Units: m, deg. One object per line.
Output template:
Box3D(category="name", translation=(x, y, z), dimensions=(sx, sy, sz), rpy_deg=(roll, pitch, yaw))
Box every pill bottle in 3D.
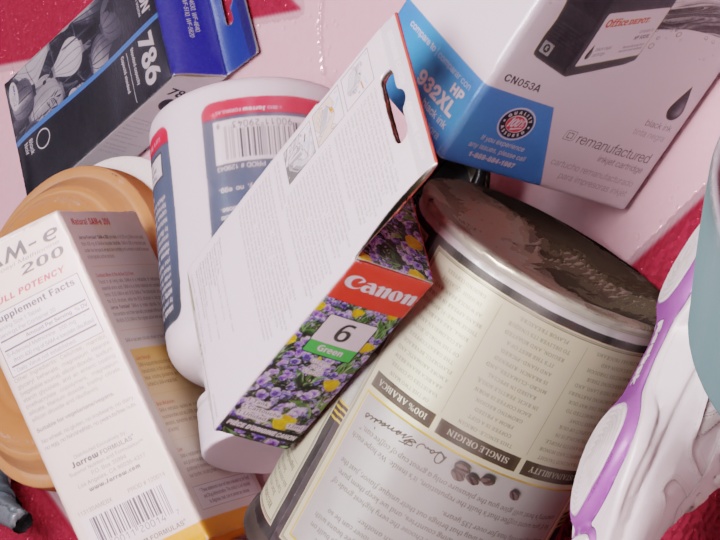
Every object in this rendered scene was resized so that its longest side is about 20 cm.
Box3D(category="pill bottle", translation=(-0.053, 0.005, 1.552), dimensions=(0.119, 0.119, 0.201), rpy_deg=(-25, 62, 41))

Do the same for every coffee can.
Box3D(category="coffee can", translation=(0.050, 0.076, 1.399), dimensions=(0.146, 0.146, 0.200), rpy_deg=(44, 112, 44))

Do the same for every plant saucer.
Box3D(category="plant saucer", translation=(-0.182, 0.034, 1.696), dimensions=(0.200, 0.032, 0.201), rpy_deg=(-15, 69, 44))

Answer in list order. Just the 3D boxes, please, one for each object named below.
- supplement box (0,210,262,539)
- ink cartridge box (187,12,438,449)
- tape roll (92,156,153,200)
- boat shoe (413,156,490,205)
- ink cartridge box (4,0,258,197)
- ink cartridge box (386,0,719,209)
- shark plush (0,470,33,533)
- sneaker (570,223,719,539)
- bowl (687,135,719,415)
Box3D(category="supplement box", translation=(-0.136, 0.069, 1.560), dimensions=(0.073, 0.126, 0.201), rpy_deg=(-26, 83, 14))
Box3D(category="ink cartridge box", translation=(-0.010, -0.017, 1.354), dimensions=(0.200, 0.050, 0.109), rpy_deg=(-49, 37, 34))
Box3D(category="tape roll", translation=(-0.145, 0.031, 1.707), dimensions=(0.202, 0.037, 0.204), rpy_deg=(-15, 69, 44))
Box3D(category="boat shoe", translation=(0.002, 0.002, 1.463), dimensions=(0.075, 0.199, 0.066), rpy_deg=(47, 160, 1))
Box3D(category="ink cartridge box", translation=(-0.148, -0.127, 1.752), dimensions=(0.200, 0.039, 0.100), rpy_deg=(-38, 53, 34))
Box3D(category="ink cartridge box", translation=(0.120, -0.144, 1.383), dimensions=(0.200, 0.145, 0.084), rpy_deg=(-57, 45, 21))
Box3D(category="shark plush", translation=(-0.272, 0.134, 1.782), dimensions=(0.200, 0.083, 0.091), rpy_deg=(44, 111, 44))
Box3D(category="sneaker", translation=(0.166, 0.073, 1.295), dimensions=(0.201, 0.099, 0.075), rpy_deg=(-63, 7, -8))
Box3D(category="bowl", translation=(0.223, 0.024, 1.215), dimensions=(0.105, 0.200, 0.201), rpy_deg=(-61, 40, 45))
